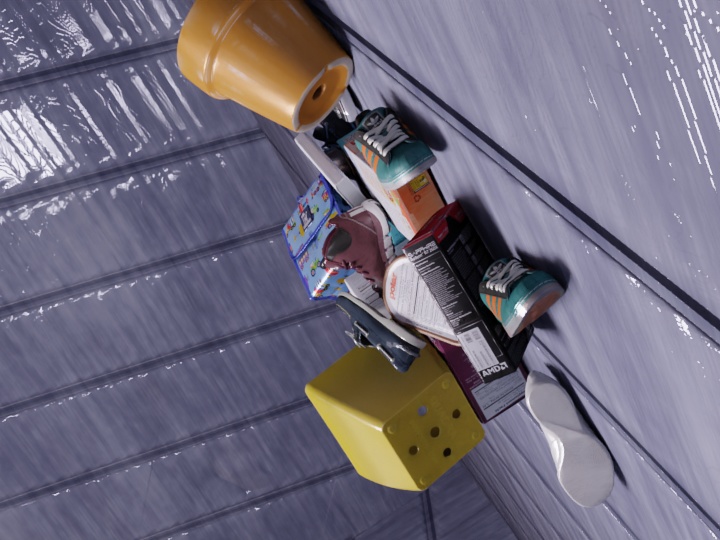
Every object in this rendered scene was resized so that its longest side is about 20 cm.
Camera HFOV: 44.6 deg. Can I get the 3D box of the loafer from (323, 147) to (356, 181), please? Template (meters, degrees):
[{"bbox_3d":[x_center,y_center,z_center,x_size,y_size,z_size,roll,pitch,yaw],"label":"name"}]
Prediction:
[{"bbox_3d":[-0.035,-0.195,1.622,0.063,0.072,0.200,52,176,-16],"label":"loafer"}]

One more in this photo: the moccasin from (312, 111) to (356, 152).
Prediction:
[{"bbox_3d":[-0.055,-0.244,1.488,0.200,0.068,0.080,55,175,6],"label":"moccasin"}]

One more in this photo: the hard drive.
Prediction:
[{"bbox_3d":[-0.030,-0.142,1.422,0.132,0.027,0.200,45,-176,-37],"label":"hard drive"}]

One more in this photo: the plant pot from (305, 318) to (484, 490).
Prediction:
[{"bbox_3d":[0.070,0.218,1.343,0.200,0.200,0.176,60,164,-23],"label":"plant pot"}]

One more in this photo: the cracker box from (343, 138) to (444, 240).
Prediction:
[{"bbox_3d":[0.058,-0.114,1.261,0.134,0.058,0.200,59,174,-31],"label":"cracker box"}]

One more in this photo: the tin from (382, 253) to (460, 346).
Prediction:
[{"bbox_3d":[0.111,0.038,1.229,0.200,0.042,0.112,18,103,43],"label":"tin"}]

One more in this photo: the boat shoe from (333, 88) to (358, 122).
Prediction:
[{"bbox_3d":[-0.077,-0.300,1.357,0.199,0.068,0.074,56,175,12],"label":"boat shoe"}]

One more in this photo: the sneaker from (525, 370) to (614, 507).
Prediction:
[{"bbox_3d":[0.283,0.223,1.195,0.088,0.075,0.200,-83,-33,-78],"label":"sneaker"}]

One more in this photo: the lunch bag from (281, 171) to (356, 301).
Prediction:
[{"bbox_3d":[-0.060,-0.068,1.558,0.094,0.151,0.200,4,-138,-41],"label":"lunch bag"}]

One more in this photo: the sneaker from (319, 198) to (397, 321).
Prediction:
[{"bbox_3d":[0.000,0.000,1.335,0.076,0.115,0.200,-152,44,-76],"label":"sneaker"}]

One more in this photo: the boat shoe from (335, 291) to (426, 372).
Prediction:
[{"bbox_3d":[0.019,0.091,1.319,0.200,0.062,0.075,31,180,44],"label":"boat shoe"}]

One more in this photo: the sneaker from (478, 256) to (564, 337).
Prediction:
[{"bbox_3d":[0.167,0.023,0.969,0.080,0.071,0.200,52,176,10],"label":"sneaker"}]

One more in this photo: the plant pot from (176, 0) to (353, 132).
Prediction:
[{"bbox_3d":[-0.117,-0.295,1.211,0.183,0.200,0.200,40,171,13],"label":"plant pot"}]

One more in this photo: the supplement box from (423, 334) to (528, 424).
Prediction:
[{"bbox_3d":[0.167,0.115,1.368,0.200,0.103,0.131,60,174,-22],"label":"supplement box"}]

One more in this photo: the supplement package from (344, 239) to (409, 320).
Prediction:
[{"bbox_3d":[0.093,0.067,1.493,0.111,0.156,0.200,52,173,51],"label":"supplement package"}]

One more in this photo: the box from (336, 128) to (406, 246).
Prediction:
[{"bbox_3d":[0.031,-0.136,1.447,0.082,0.049,0.200,52,173,44],"label":"box"}]

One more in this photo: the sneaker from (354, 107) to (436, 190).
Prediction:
[{"bbox_3d":[0.031,-0.156,1.087,0.080,0.071,0.200,55,177,-19],"label":"sneaker"}]

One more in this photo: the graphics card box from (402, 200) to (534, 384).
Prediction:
[{"bbox_3d":[0.137,0.025,1.083,0.200,0.051,0.125,57,-151,-8],"label":"graphics card box"}]
